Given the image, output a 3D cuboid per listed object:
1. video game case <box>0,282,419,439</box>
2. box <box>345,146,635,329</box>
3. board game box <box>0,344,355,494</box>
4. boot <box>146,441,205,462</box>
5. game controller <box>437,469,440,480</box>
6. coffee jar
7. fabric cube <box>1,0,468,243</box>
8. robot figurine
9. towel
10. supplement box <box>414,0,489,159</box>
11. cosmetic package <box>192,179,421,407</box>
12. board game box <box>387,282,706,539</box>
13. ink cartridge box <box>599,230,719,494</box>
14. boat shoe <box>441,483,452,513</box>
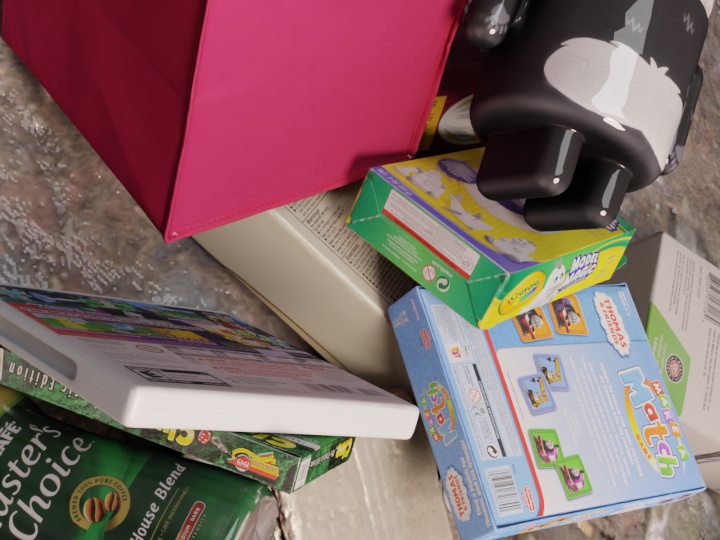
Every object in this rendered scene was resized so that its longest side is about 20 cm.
[{"bbox_3d":[-0.096,0.049,0.677,0.199,0.182,0.023,10,99,-46],"label":"video game case"},{"bbox_3d":[0.096,-0.030,0.808,0.117,0.049,0.200,39,29,24],"label":"box"},{"bbox_3d":[-0.108,0.068,0.667,0.105,0.199,0.024,6,102,-74],"label":"board game box"},{"bbox_3d":[-0.091,0.186,0.720,0.144,0.072,0.200,41,63,-18],"label":"boot"},{"bbox_3d":[-0.010,0.152,0.806,0.104,0.042,0.201,39,55,-19],"label":"game controller"},{"bbox_3d":[-0.150,0.126,0.630,0.199,0.085,0.105,18,63,14],"label":"coffee jar"},{"bbox_3d":[-0.073,-0.174,0.725,0.196,0.201,0.199,-19,55,-35],"label":"fabric cube"},{"bbox_3d":[0.138,-0.125,0.749,0.150,0.124,0.201,54,54,-66],"label":"robot figurine"},{"bbox_3d":[0.003,0.179,0.754,0.132,0.034,0.201,-11,89,-43],"label":"towel"},{"bbox_3d":[0.101,-0.154,0.886,0.199,0.131,0.104,-11,63,-14],"label":"supplement box"},{"bbox_3d":[0.000,0.000,0.820,0.200,0.073,0.104,43,45,-5],"label":"cosmetic package"},{"bbox_3d":[0.122,0.083,0.785,0.199,0.037,0.152,0,64,-39],"label":"board game box"},{"bbox_3d":[0.277,0.083,1.007,0.199,0.084,0.146,30,59,-24],"label":"ink cartridge box"},{"bbox_3d":[0.102,0.138,0.872,0.202,0.086,0.075,-16,86,-68],"label":"boat shoe"}]
